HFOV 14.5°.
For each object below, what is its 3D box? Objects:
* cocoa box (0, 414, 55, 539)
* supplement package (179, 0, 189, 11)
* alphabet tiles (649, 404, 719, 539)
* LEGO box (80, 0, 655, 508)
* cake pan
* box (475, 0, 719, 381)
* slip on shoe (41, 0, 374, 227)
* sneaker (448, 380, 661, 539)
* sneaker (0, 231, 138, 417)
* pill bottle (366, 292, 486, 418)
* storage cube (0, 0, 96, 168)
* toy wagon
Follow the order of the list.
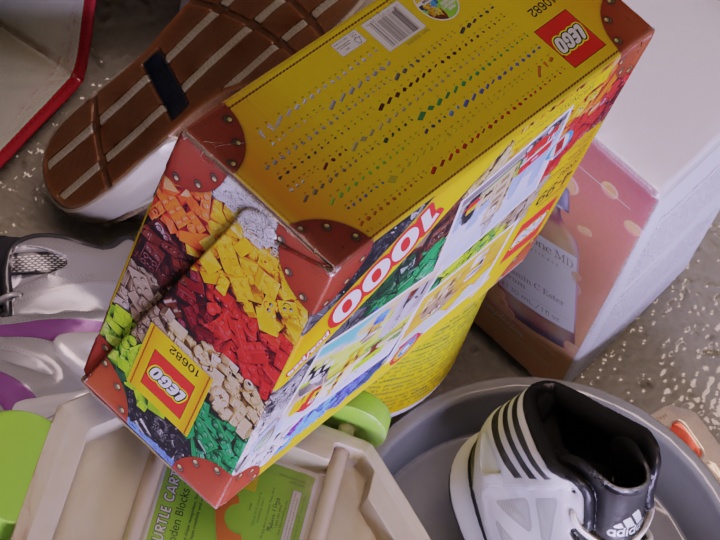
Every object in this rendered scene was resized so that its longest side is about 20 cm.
[{"bbox_3d":[-0.124,0.161,1.169,0.133,0.200,0.132,-24,70,-24],"label":"cocoa box"},{"bbox_3d":[0.015,-0.166,1.419,0.114,0.110,0.200,39,63,10],"label":"supplement package"},{"bbox_3d":[0.160,0.167,1.328,0.199,0.015,0.196,-29,74,-23],"label":"alphabet tiles"},{"bbox_3d":[0.002,-0.025,1.067,0.077,0.149,0.200,42,50,13],"label":"LEGO box"},{"bbox_3d":[0.081,0.147,1.291,0.199,0.037,0.201,5,64,-10],"label":"cake pan"},{"bbox_3d":[0.090,-0.065,1.321,0.152,0.200,0.106,42,63,12],"label":"box"},{"bbox_3d":[-0.059,-0.085,1.327,0.200,0.061,0.076,-39,56,20],"label":"slip on shoe"},{"bbox_3d":[0.100,0.140,1.212,0.075,0.115,0.201,-17,70,-19],"label":"sneaker"},{"bbox_3d":[-0.169,0.039,1.302,0.199,0.078,0.140,-20,66,-30],"label":"sneaker"},{"bbox_3d":[0.000,0.000,1.278,0.112,0.200,0.113,5,61,-9],"label":"pill bottle"},{"bbox_3d":[-0.239,-0.133,1.305,0.179,0.200,0.171,33,56,10],"label":"storage cube"},{"bbox_3d":[-0.074,0.097,1.077,0.199,0.040,0.156,20,55,-6],"label":"toy wagon"}]
